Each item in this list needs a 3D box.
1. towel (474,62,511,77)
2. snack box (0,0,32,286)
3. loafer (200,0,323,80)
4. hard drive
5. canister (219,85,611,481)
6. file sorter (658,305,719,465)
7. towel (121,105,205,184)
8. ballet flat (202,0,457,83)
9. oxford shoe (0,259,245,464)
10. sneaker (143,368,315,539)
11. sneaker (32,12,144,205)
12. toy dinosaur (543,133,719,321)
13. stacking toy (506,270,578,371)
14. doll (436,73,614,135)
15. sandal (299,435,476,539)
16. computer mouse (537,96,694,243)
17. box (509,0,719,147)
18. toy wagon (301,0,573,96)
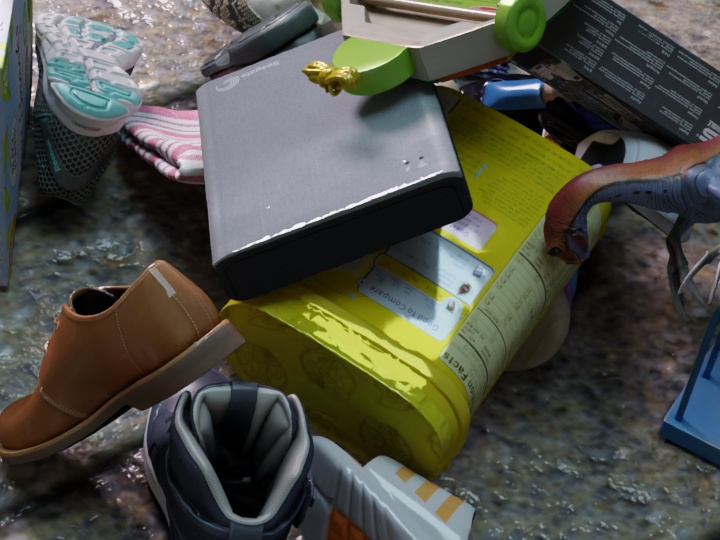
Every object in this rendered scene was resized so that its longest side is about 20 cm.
[{"bbox_3d":[0.009,-0.197,1.464,0.199,0.024,0.145,5,40,-12],"label":"towel"},{"bbox_3d":[-0.242,-0.118,1.196,0.067,0.169,0.201,3,42,-5],"label":"snack box"},{"bbox_3d":[-0.058,-0.130,1.268,0.072,0.200,0.063,-34,99,-8],"label":"loafer"},{"bbox_3d":[-0.020,-0.070,1.082,0.139,0.033,0.200,-21,33,5],"label":"hard drive"},{"bbox_3d":[0.036,0.002,1.091,0.148,0.087,0.200,31,58,14],"label":"canister"},{"bbox_3d":[0.299,0.035,1.192,0.138,0.123,0.200,27,43,16],"label":"file sorter"},{"bbox_3d":[-0.071,-0.087,1.246,0.145,0.030,0.200,-5,15,-18],"label":"towel"},{"bbox_3d":[-0.018,-0.178,1.361,0.199,0.075,0.068,27,75,-2],"label":"ballet flat"},{"bbox_3d":[-0.141,0.047,1.024,0.071,0.200,0.071,55,43,-5],"label":"oxford shoe"},{"bbox_3d":[-0.072,0.089,1.025,0.076,0.147,0.203,-1,41,-12],"label":"sneaker"},{"bbox_3d":[-0.189,-0.108,1.266,0.077,0.092,0.200,16,21,-10],"label":"sneaker"},{"bbox_3d":[0.192,-0.045,1.077,0.180,0.105,0.201,16,60,-13],"label":"toy dinosaur"},{"bbox_3d":[0.114,-0.024,1.250,0.085,0.086,0.200,19,38,8],"label":"stacking toy"},{"bbox_3d":[0.128,-0.110,1.333,0.199,0.136,0.049,8,84,-12],"label":"doll"},{"bbox_3d":[0.046,0.162,1.029,0.207,0.079,0.059,42,48,18],"label":"sandal"},{"bbox_3d":[0.172,-0.062,1.190,0.109,0.044,0.200,38,6,-12],"label":"computer mouse"},{"bbox_3d":[0.186,-0.106,1.191,0.199,0.050,0.158,32,2,-7],"label":"box"},{"bbox_3d":[0.047,-0.152,1.090,0.155,0.040,0.200,16,51,45],"label":"toy wagon"}]
